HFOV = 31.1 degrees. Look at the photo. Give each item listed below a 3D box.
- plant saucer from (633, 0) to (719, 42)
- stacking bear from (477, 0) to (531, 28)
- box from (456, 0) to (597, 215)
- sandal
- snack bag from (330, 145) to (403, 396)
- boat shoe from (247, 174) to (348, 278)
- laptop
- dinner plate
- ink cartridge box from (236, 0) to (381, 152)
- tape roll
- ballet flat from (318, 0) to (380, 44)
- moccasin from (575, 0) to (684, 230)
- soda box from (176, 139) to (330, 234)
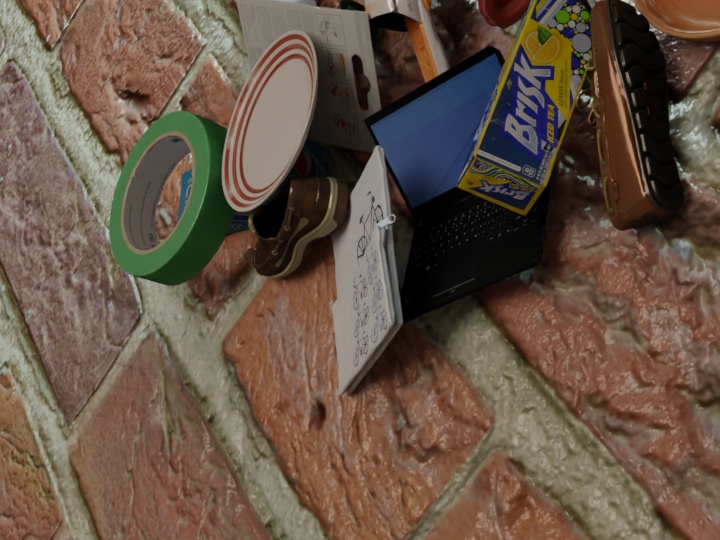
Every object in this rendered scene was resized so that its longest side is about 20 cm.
[{"bbox_3d":[0.318,-0.283,1.091,0.200,0.037,0.200,-23,57,40],"label":"plant saucer"},{"bbox_3d":[0.103,-0.328,1.303,0.114,0.121,0.200,-39,28,-10],"label":"stacking bear"},{"bbox_3d":[0.153,-0.154,1.140,0.064,0.070,0.200,115,178,-66],"label":"box"},{"bbox_3d":[0.039,-0.253,1.303,0.079,0.059,0.207,144,108,-80],"label":"sandal"},{"bbox_3d":[0.000,0.000,1.267,0.189,0.021,0.200,121,148,-60],"label":"snack bag"},{"bbox_3d":[-0.085,-0.052,1.377,0.202,0.075,0.075,137,139,-55],"label":"boat shoe"},{"bbox_3d":[0.081,-0.078,1.211,0.177,0.103,0.200,-26,38,40],"label":"laptop"},{"bbox_3d":[-0.091,-0.155,1.362,0.200,0.024,0.200,-34,48,47],"label":"dinner plate"},{"bbox_3d":[-0.042,-0.219,1.402,0.200,0.047,0.160,16,126,41],"label":"ink cartridge box"},{"bbox_3d":[-0.218,-0.084,1.503,0.200,0.048,0.201,-23,58,43],"label":"tape roll"},{"bbox_3d":[-0.064,-0.267,1.491,0.200,0.068,0.068,-20,50,42],"label":"ballet flat"},{"bbox_3d":[0.223,-0.134,1.101,0.078,0.074,0.201,-21,76,49],"label":"moccasin"},{"bbox_3d":[-0.126,-0.096,1.490,0.200,0.064,0.068,-15,62,45],"label":"soda box"}]
